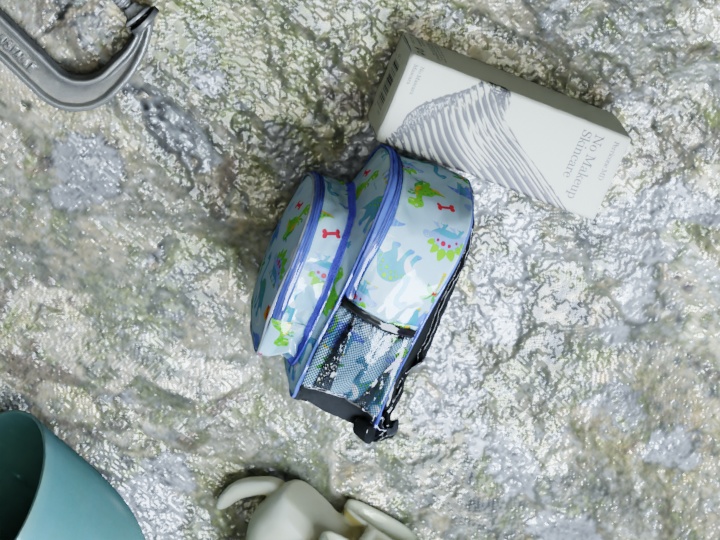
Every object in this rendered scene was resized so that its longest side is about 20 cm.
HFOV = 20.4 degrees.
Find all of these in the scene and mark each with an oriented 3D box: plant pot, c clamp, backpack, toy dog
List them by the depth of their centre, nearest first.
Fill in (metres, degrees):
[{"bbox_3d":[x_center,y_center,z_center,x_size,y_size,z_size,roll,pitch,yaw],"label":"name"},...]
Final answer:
[{"bbox_3d":[-0.235,-0.228,1.572,0.171,0.027,0.200,-37,111,8],"label":"c clamp"},{"bbox_3d":[0.000,0.000,1.608,0.146,0.183,0.201,26,108,-12],"label":"backpack"},{"bbox_3d":[-0.272,0.244,1.674,0.201,0.201,0.161,-44,122,11],"label":"plant pot"},{"bbox_3d":[-0.068,0.297,1.749,0.193,0.140,0.201,29,106,-3],"label":"toy dog"}]

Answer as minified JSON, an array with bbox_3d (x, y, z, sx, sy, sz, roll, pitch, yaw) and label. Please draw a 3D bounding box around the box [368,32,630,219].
[{"bbox_3d":[0.112,-0.117,1.635,0.199,0.068,0.083,18,108,-13],"label":"box"}]
